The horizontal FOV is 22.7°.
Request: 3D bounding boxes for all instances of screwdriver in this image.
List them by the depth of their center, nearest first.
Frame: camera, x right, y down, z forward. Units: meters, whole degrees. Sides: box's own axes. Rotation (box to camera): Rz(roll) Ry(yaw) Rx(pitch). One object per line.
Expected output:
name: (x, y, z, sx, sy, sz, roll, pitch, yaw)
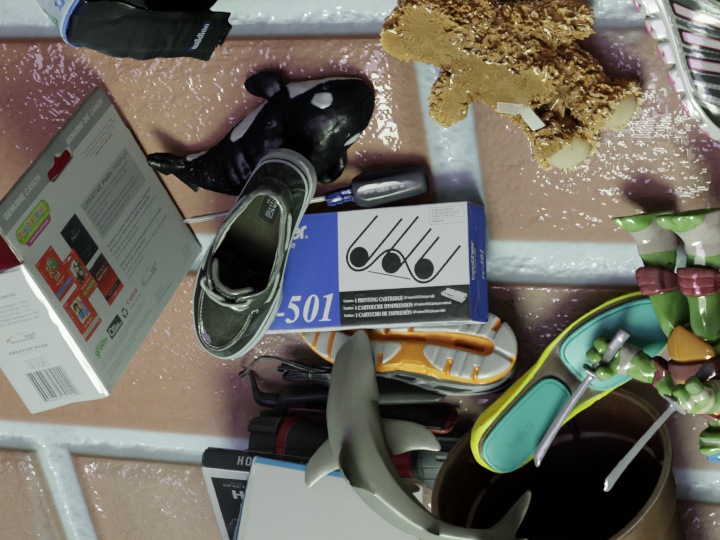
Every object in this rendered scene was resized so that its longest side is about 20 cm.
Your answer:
screwdriver: (-0.043, -0.052, 1.416, 0.200, 0.028, 0.029, -13, 130, 11)

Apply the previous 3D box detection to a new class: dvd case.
dvd case: (-0.055, 0.215, 1.584, 0.150, 0.025, 0.200, 5, 150, 7)

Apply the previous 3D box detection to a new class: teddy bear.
teddy bear: (0.111, -0.151, 1.300, 0.200, 0.067, 0.145, 23, 139, -4)

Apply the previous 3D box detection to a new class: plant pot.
plant pot: (0.185, 0.233, 1.469, 0.200, 0.200, 0.198, -8, 128, 26)

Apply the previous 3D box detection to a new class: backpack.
backpack: (-0.149, -0.244, 1.243, 0.154, 0.190, 0.200, 44, 129, 8)

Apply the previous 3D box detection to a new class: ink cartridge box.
ink cartridge box: (0.000, 0.000, 1.426, 0.200, 0.044, 0.094, -4, 84, 23)
ink cartridge box: (-0.234, -0.020, 1.429, 0.084, 0.200, 0.176, -13, 119, 29)
ink cartridge box: (-0.041, 0.271, 1.506, 0.146, 0.146, 0.200, 11, 149, -5)

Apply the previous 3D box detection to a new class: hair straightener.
hair straightener: (-0.016, 0.093, 1.539, 0.200, 0.041, 0.077, 7, 126, 22)

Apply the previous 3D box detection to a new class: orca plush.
orca plush: (-0.083, -0.094, 1.401, 0.200, 0.071, 0.105, -6, 122, 24)

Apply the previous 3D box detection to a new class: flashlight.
flashlight: (0.001, 0.159, 1.556, 0.200, 0.068, 0.068, 2, 130, 21)

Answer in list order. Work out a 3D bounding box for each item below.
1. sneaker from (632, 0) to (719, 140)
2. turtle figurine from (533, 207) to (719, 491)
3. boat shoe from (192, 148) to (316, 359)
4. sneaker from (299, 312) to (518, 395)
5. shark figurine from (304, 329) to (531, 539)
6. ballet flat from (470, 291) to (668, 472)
sneaker: (0.250, -0.168, 1.218, 0.087, 0.074, 0.200, -18, 112, 37)
turtle figurine: (0.212, 0.057, 1.314, 0.200, 0.144, 0.194, -7, 93, 9)
boat shoe: (-0.094, -0.004, 1.374, 0.072, 0.071, 0.200, 26, 126, 9)
sneaker: (0.038, 0.063, 1.472, 0.200, 0.078, 0.077, 16, 163, 23)
shark figurine: (0.024, 0.164, 1.382, 0.214, 0.089, 0.128, 45, 102, 16)
ballet flat: (0.164, 0.081, 1.428, 0.200, 0.067, 0.067, -42, 103, 6)
